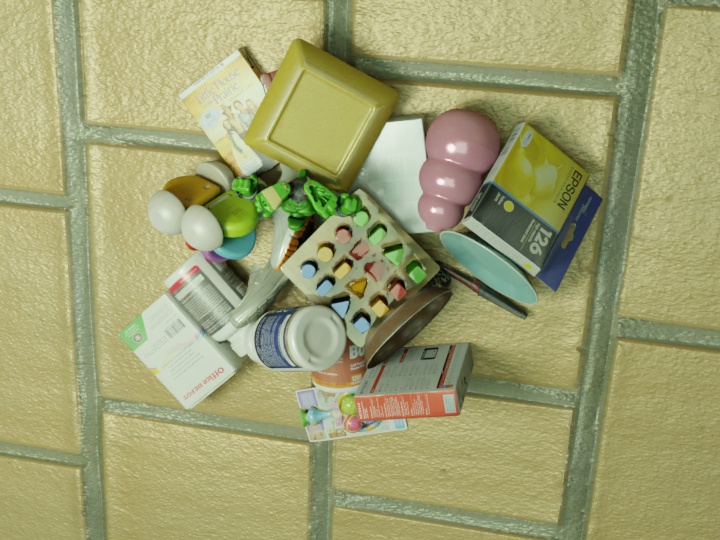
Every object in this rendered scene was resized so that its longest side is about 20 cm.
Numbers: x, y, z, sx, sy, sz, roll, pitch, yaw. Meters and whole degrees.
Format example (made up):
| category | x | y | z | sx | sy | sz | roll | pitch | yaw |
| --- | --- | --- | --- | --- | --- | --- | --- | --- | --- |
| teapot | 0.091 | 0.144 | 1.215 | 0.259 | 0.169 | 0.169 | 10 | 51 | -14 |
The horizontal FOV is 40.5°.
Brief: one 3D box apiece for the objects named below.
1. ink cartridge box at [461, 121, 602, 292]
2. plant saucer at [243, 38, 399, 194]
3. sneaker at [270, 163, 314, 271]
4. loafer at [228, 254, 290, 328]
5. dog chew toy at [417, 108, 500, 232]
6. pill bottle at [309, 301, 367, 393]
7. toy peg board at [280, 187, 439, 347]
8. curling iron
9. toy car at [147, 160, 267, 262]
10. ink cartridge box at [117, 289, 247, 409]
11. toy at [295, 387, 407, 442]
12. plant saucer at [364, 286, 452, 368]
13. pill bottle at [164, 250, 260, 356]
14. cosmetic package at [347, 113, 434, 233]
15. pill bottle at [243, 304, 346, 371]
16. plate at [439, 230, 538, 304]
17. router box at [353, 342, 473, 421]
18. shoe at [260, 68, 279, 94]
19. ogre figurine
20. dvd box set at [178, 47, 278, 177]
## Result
| category | x | y | z | sx | sy | sz | roll | pitch | yaw |
| --- | --- | --- | --- | --- | --- | --- | --- | --- | --- |
| ink cartridge box | 0.289 | -0.102 | 1.574 | 0.200 | 0.047 | 0.198 | 34 | 70 | -10 |
| plant saucer | -0.065 | -0.246 | 1.602 | 0.199 | 0.048 | 0.200 | 27 | 106 | -11 |
| sneaker | -0.129 | -0.099 | 1.724 | 0.092 | 0.076 | 0.201 | 17 | 86 | 24 |
| loafer | -0.171 | 0.018 | 1.752 | 0.070 | 0.070 | 0.200 | 38 | 72 | 8 |
| dog chew toy | 0.152 | -0.160 | 1.602 | 0.124 | 0.125 | 0.201 | 20 | 91 | 5 |
| pill bottle | -0.039 | 0.111 | 1.768 | 0.112 | 0.112 | 0.201 | 2 | 110 | 12 |
| toy peg board | 0.000 | 0.000 | 1.644 | 0.199 | 0.098 | 0.200 | -45 | 95 | 4 |
| curling iron | 0.205 | 0.040 | 1.731 | 0.199 | 0.026 | 0.050 | 25 | 76 | -1 |
| toy car | -0.258 | -0.086 | 1.700 | 0.200 | 0.175 | 0.150 | 23 | 134 | 31 |
| ink cartridge box | -0.336 | 0.143 | 1.862 | 0.145 | 0.088 | 0.200 | -38 | 96 | 23 |
| toy | -0.021 | 0.273 | 1.857 | 0.199 | 0.047 | 0.116 | -9 | 109 | 16 |
| plant saucer | 0.076 | 0.093 | 1.697 | 0.035 | 0.200 | 0.200 | 48 | 113 | 12 |
| pill bottle | -0.257 | 0.059 | 1.800 | 0.111 | 0.111 | 0.200 | -38 | 97 | 22 |
| cosmetic package | 0.048 | -0.162 | 1.684 | 0.150 | 0.052 | 0.201 | -4 | 108 | 12 |
| pill bottle | -0.121 | 0.120 | 1.691 | 0.200 | 0.111 | 0.111 | -9 | 112 | 55 |
| plate | 0.221 | -0.012 | 1.639 | 0.200 | 0.200 | 0.026 | 38 | 81 | -2 |
| router box | 0.098 | 0.193 | 1.720 | 0.179 | 0.200 | 0.049 | -6 | 108 | 16 |
| shoe | -0.104 | -0.251 | 1.662 | 0.091 | 0.071 | 0.201 | -18 | 101 | -9 |
| ogre figurine | -0.099 | -0.117 | 1.594 | 0.199 | 0.120 | 0.099 | -11 | 89 | 1 |
| dvd box set | -0.206 | -0.268 | 1.716 | 0.146 | 0.029 | 0.200 | -31 | 100 | 21 |
